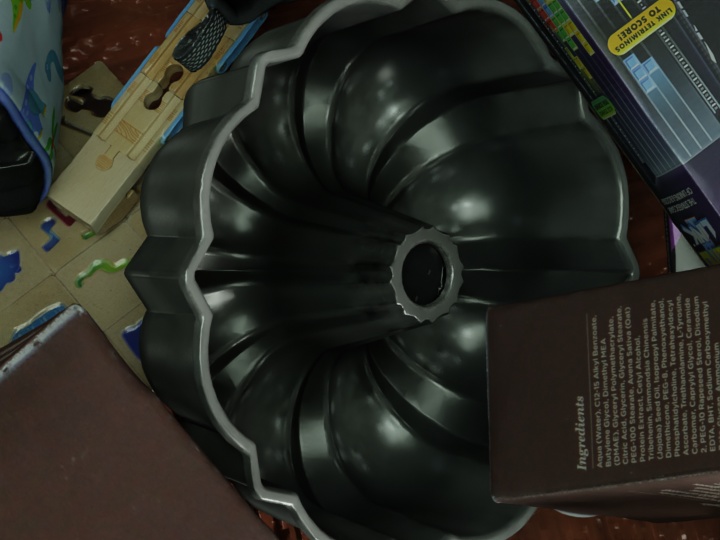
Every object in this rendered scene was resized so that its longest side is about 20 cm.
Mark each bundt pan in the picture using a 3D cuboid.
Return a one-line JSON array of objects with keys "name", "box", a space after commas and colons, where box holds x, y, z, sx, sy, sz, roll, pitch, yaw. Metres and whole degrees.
[{"name": "bundt pan", "box": [0.000, 0.000, 1.015, 0.201, 0.076, 0.203, -2, 93, -39]}]

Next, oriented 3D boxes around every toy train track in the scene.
[{"name": "toy train track", "box": [-0.043, -0.095, 1.076, 0.115, 0.033, 0.200, 33, 79, 23]}]

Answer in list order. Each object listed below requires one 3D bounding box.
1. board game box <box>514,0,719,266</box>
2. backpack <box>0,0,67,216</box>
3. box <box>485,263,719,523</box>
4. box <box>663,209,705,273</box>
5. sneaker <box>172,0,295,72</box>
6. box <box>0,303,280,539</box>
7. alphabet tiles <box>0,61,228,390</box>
[{"name": "board game box", "box": [0.160, -0.117, 1.002, 0.200, 0.057, 0.166, -37, 90, -10]}, {"name": "backpack", "box": [-0.203, -0.101, 1.023, 0.199, 0.183, 0.148, 5, 71, 8]}, {"name": "box", "box": [0.148, 0.037, 0.950, 0.200, 0.100, 0.075, -13, 74, 40]}, {"name": "box", "box": [0.180, -0.052, 1.061, 0.142, 0.036, 0.201, -5, 88, 5]}, {"name": "sneaker", "box": [-0.066, -0.134, 1.029, 0.199, 0.078, 0.140, -10, 69, 34]}, {"name": "box", "box": [-0.104, 0.148, 0.913, 0.164, 0.166, 0.200, -43, 98, -24]}, {"name": "alphabet tiles", "box": [-0.147, 0.012, 1.061, 0.200, 0.008, 0.167, -37, 59, -10]}]
